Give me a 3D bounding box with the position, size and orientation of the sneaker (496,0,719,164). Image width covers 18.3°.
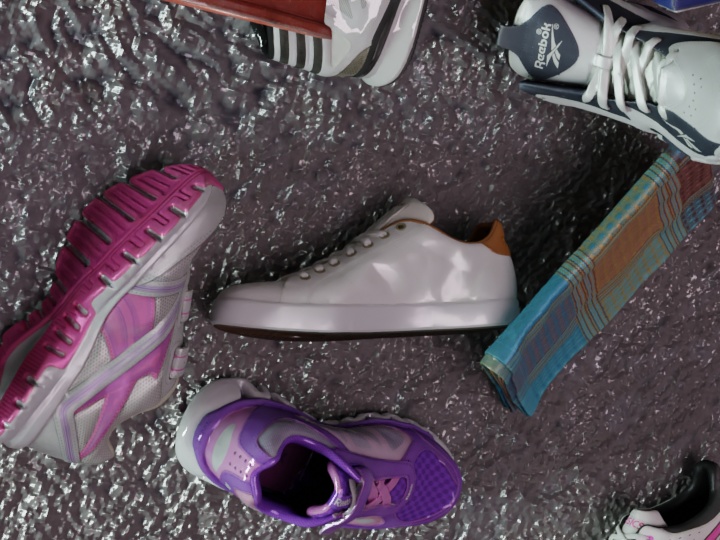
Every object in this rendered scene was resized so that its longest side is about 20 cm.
[{"bbox_3d":[0.149,-0.120,1.311,0.130,0.199,0.080,7,113,-18],"label":"sneaker"}]

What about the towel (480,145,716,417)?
[{"bbox_3d":[0.155,0.004,1.415,0.200,0.022,0.147,-48,162,-4],"label":"towel"}]

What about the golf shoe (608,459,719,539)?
[{"bbox_3d":[0.185,0.208,1.535,0.200,0.073,0.092,-34,116,-24],"label":"golf shoe"}]

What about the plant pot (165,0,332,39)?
[{"bbox_3d":[-0.088,-0.236,1.144,0.201,0.201,0.195,12,96,-31],"label":"plant pot"}]

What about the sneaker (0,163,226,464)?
[{"bbox_3d":[-0.136,0.028,1.286,0.088,0.081,0.200,32,101,-35],"label":"sneaker"}]

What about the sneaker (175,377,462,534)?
[{"bbox_3d":[-0.014,0.129,1.382,0.200,0.088,0.081,16,100,-33],"label":"sneaker"}]

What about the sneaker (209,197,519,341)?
[{"bbox_3d":[0.000,0.000,1.361,0.200,0.073,0.085,-3,86,-25],"label":"sneaker"}]

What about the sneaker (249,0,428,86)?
[{"bbox_3d":[-0.009,-0.204,1.257,0.115,0.076,0.201,4,110,-31],"label":"sneaker"}]

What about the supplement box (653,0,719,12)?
[{"bbox_3d":[0.199,-0.269,1.323,0.109,0.109,0.200,-14,115,-23],"label":"supplement box"}]
